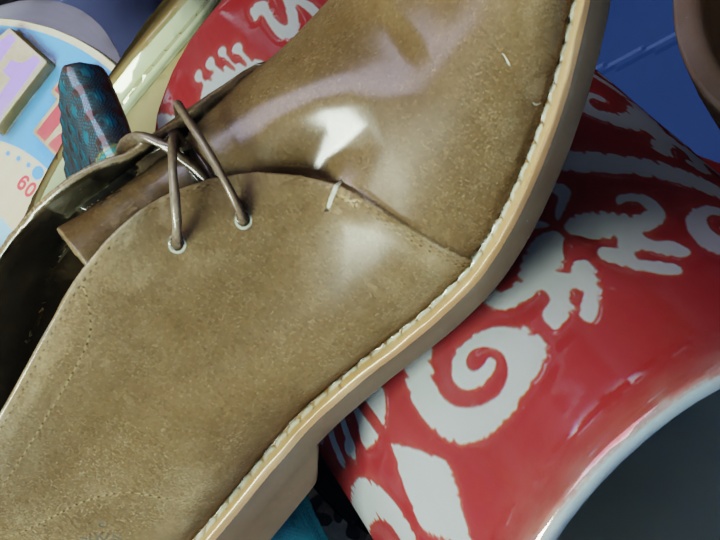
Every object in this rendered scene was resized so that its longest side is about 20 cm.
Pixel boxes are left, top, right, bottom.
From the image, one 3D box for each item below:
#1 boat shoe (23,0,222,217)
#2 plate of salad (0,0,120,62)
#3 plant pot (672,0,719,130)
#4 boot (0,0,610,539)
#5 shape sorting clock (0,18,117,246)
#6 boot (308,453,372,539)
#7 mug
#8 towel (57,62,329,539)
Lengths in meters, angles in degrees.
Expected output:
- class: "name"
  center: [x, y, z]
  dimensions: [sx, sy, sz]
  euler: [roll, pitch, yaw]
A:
- class: "boat shoe"
  center: [-0.074, -0.014, 0.781]
  dimensions: [0.200, 0.066, 0.074]
  euler: [-56, 4, 37]
- class: "plate of salad"
  center: [-0.160, -0.016, 0.961]
  dimensions: [0.199, 0.048, 0.201]
  euler: [-21, 54, 32]
- class: "plant pot"
  center: [0.185, -0.065, 0.574]
  dimensions: [0.200, 0.093, 0.202]
  euler: [-23, 36, 18]
- class: "boot"
  center: [-0.020, -0.014, 0.502]
  dimensions: [0.201, 0.075, 0.074]
  euler: [-55, 39, 17]
- class: "shape sorting clock"
  center: [-0.150, 0.003, 0.878]
  dimensions: [0.198, 0.039, 0.202]
  euler: [-5, 76, 19]
- class: "boot"
  center: [0.000, 0.000, 0.760]
  dimensions: [0.151, 0.073, 0.200]
  euler: [-44, 41, 10]
- class: "mug"
  center: [0.050, 0.017, 0.594]
  dimensions: [0.134, 0.177, 0.200]
  euler: [-53, 46, 14]
- class: "towel"
  center: [-0.035, 0.059, 0.633]
  dimensions: [0.022, 0.147, 0.201]
  euler: [-20, 66, -15]
